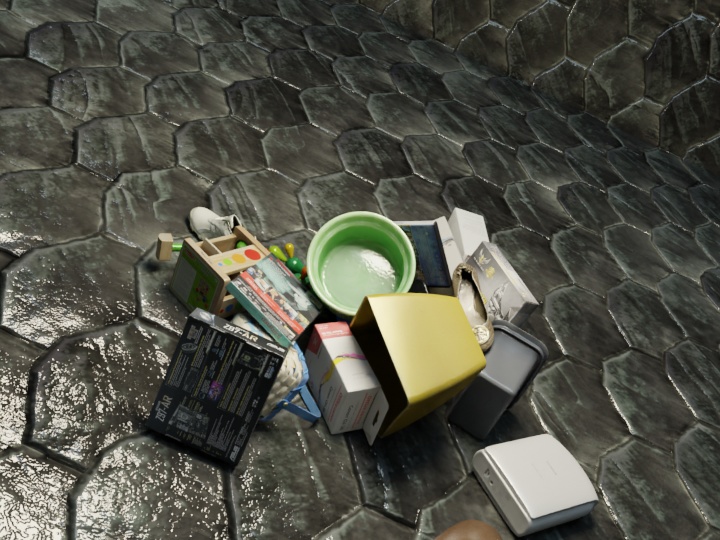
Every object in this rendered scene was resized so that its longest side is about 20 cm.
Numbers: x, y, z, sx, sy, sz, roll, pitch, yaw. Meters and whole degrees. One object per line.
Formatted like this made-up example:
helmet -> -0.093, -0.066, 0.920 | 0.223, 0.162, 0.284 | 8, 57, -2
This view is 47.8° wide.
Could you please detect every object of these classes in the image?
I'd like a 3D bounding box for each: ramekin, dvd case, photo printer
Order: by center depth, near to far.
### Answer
dvd case -> -0.143, 0.048, 1.417 | 0.146, 0.022, 0.200 | 45, 22, -2
photo printer -> 0.320, 0.377, 1.455 | 0.199, 0.070, 0.167 | -2, 42, -34
ramekin -> 0.000, 0.000, 1.521 | 0.199, 0.098, 0.201 | 0, 72, -2
dvd case -> 0.075, -0.031, 1.598 | 0.199, 0.143, 0.018 | 1, 32, 33

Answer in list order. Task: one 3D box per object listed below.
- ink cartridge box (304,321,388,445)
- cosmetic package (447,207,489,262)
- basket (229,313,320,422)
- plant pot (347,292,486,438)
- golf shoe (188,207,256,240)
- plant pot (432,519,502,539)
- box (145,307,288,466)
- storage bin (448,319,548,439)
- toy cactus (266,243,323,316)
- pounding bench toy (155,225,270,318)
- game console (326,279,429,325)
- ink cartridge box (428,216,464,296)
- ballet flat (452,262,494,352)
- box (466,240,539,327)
ink cartridge box -> -0.031, 0.201, 1.425 | 0.067, 0.117, 0.200 | -5, 43, -28
cosmetic package -> 0.249, -0.046, 1.945 | 0.081, 0.113, 0.200 | 15, 37, -14
basket -> -0.159, 0.168, 1.392 | 0.200, 0.139, 0.177 | 31, 19, -48
plant pot -> 0.101, 0.151, 1.424 | 0.176, 0.200, 0.201 | -13, 67, -20
golf shoe -> -0.277, -0.088, 1.681 | 0.200, 0.097, 0.078 | 40, 39, 24
plant pot -> 0.149, 0.453, 1.174 | 0.187, 0.187, 0.200 | 30, 19, 8
box -> -0.222, 0.181, 1.258 | 0.160, 0.201, 0.044 | 23, 13, -1
storage bin -> 0.240, 0.210, 1.532 | 0.145, 0.200, 0.134 | 32, 44, 10
toy cactus -> -0.112, 0.012, 1.668 | 0.165, 0.103, 0.200 | -2, 33, -48
pounding bench toy -> -0.276, -0.014, 1.555 | 0.200, 0.124, 0.156 | 42, 37, 23
game console -> 0.058, 0.127, 1.539 | 0.116, 0.175, 0.201 | 25, 43, -60
ink cartridge box -> 0.157, 0.019, 1.721 | 0.144, 0.147, 0.200 | -22, 39, 8
ballet flat -> 0.207, 0.064, 1.519 | 0.067, 0.046, 0.201 | -5, 51, 1
box -> 0.281, 0.060, 1.776 | 0.048, 0.159, 0.200 | 12, 35, -36
